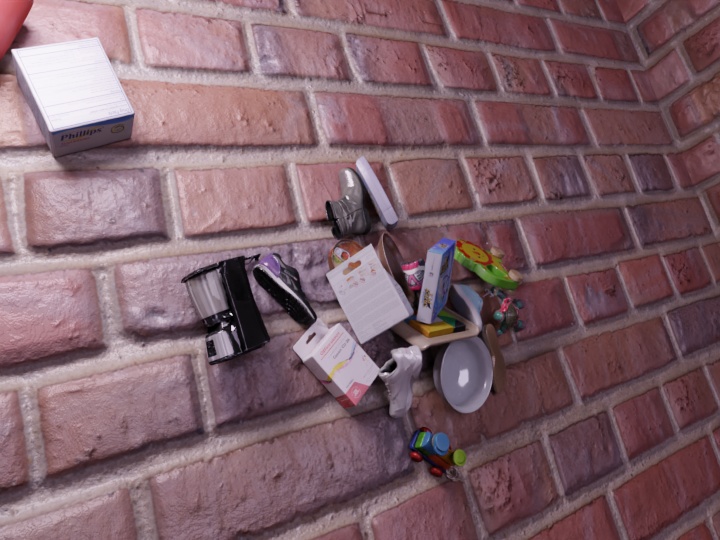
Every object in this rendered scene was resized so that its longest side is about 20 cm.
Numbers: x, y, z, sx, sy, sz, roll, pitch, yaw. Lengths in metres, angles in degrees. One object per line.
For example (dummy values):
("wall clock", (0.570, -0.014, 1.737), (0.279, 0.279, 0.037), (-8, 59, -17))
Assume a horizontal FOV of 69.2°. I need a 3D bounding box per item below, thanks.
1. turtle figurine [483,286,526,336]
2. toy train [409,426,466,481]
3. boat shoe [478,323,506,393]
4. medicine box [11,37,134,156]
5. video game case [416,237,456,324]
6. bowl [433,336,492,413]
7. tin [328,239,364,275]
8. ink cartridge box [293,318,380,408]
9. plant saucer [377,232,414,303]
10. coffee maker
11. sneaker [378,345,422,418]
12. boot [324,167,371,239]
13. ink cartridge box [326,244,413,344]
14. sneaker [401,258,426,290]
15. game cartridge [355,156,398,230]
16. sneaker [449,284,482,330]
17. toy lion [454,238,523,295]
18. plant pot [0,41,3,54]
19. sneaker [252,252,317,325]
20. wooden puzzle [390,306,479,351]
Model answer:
("turtle figurine", (0.428, 0.133, 1.554), (0.196, 0.099, 0.156), (6, 98, -45))
("toy train", (0.227, 0.476, 1.313), (0.198, 0.115, 0.086), (39, 58, -11))
("boat shoe", (0.371, 0.254, 1.510), (0.071, 0.064, 0.207), (-25, 104, -42))
("medicine box", (-0.629, -0.385, 1.152), (0.179, 0.102, 0.205), (-26, 86, -34))
("video game case", (0.208, 0.023, 1.400), (0.199, 0.044, 0.188), (-32, 131, -66))
("bowl", (0.261, 0.275, 1.411), (0.195, 0.089, 0.210), (5, 82, -34))
("tin", (0.000, 0.000, 1.408), (0.197, 0.042, 0.114), (34, 55, -16))
("ink cartridge box", (-0.058, 0.218, 1.275), (0.201, 0.067, 0.117), (48, 56, -6))
("plant saucer", (0.092, -0.001, 1.408), (0.203, 0.031, 0.203), (57, 19, -30))
("coffee maker", (-0.274, 0.082, 1.152), (0.187, 0.134, 0.206), (-21, 89, -19))
("sneaker", (0.086, 0.273, 1.295), (0.096, 0.078, 0.207), (6, 110, -13))
("boot", (-0.046, -0.188, 1.416), (0.128, 0.067, 0.207), (-7, 77, -46))
("ink cartridge box", (0.022, 0.060, 1.328), (0.205, 0.158, 0.047), (61, 24, 5))
("sneaker", (0.163, 0.013, 1.441), (0.199, 0.078, 0.078), (-5, 82, -65))
("game cartridge", (0.043, -0.213, 1.458), (0.041, 0.133, 0.204), (-28, 86, 2))
("sneaker", (0.317, 0.098, 1.471), (0.079, 0.076, 0.202), (-4, 35, -9))
("toy lion", (0.367, -0.022, 1.564), (0.186, 0.070, 0.202), (12, 31, -24))
("plant pot", (-0.803, -0.530, 1.068), (0.194, 0.199, 0.184), (13, 75, -24))
("sneaker", (-0.166, 0.039, 1.280), (0.201, 0.075, 0.088), (47, 50, -6))
("wooden puzzle", (0.190, 0.142, 1.388), (0.194, 0.184, 0.039), (-11, 114, -29))
